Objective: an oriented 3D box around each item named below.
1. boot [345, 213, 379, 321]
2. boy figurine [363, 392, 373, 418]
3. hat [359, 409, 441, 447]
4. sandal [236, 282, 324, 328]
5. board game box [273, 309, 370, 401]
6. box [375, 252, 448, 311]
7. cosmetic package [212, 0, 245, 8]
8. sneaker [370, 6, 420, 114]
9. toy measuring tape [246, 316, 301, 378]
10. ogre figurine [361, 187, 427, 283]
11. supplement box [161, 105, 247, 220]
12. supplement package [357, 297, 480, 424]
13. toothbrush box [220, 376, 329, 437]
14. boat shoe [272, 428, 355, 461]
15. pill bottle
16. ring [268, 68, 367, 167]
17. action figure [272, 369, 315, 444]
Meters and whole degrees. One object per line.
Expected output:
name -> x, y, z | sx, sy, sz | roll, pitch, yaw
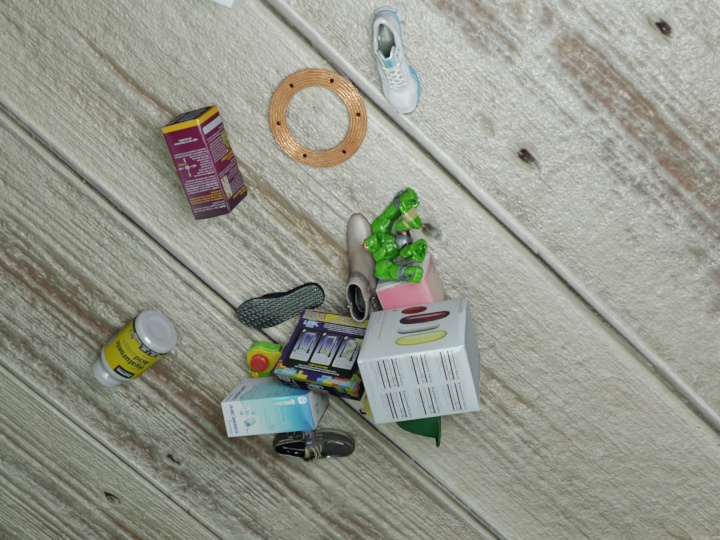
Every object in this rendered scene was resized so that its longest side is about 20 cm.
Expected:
boot -> 0.000, 0.000, 1.706 | 0.070, 0.146, 0.200 | -9, 113, 18
boy figurine -> 0.035, 0.224, 1.804 | 0.064, 0.124, 0.200 | 0, 91, 16
hat -> 0.082, 0.307, 1.814 | 0.176, 0.166, 0.200 | -1, 134, 1
sandal -> -0.174, 0.076, 1.842 | 0.200, 0.048, 0.075 | -15, 110, 5
board game box -> -0.060, 0.173, 1.744 | 0.200, 0.166, 0.057 | 7, 147, 33
box -> 0.123, 0.085, 1.732 | 0.109, 0.128, 0.200 | -17, 111, 17
cosmetic package -> -0.224, -0.585, 1.495 | 0.081, 0.113, 0.200 | 24, 116, 0
sneaker -> 0.057, -0.381, 1.547 | 0.075, 0.087, 0.200 | -13, 113, 16
toy measuring tape -> -0.204, 0.168, 1.875 | 0.073, 0.074, 0.200 | 32, 117, -4
ogre figurine -> 0.072, -0.055, 1.666 | 0.120, 0.098, 0.200 | -28, 74, 40
supplement box -> -0.313, -0.218, 1.689 | 0.085, 0.110, 0.200 | -10, 113, 17
supplement package -> 0.118, 0.169, 1.593 | 0.200, 0.191, 0.147 | -10, 114, 13
toothbrush box -> -0.183, 0.290, 1.821 | 0.200, 0.146, 0.085 | -7, 102, 12
boat shoe -> -0.114, 0.422, 1.973 | 0.200, 0.073, 0.075 | 0, 115, 12
pill bottle -> -0.526, 0.187, 1.928 | 0.200, 0.111, 0.111 | -38, 103, 25
ring -> -0.083, -0.301, 1.652 | 0.200, 0.019, 0.201 | 4, 116, 9
action figure -> -0.142, 0.295, 1.923 | 0.130, 0.069, 0.200 | 3, 112, 18
